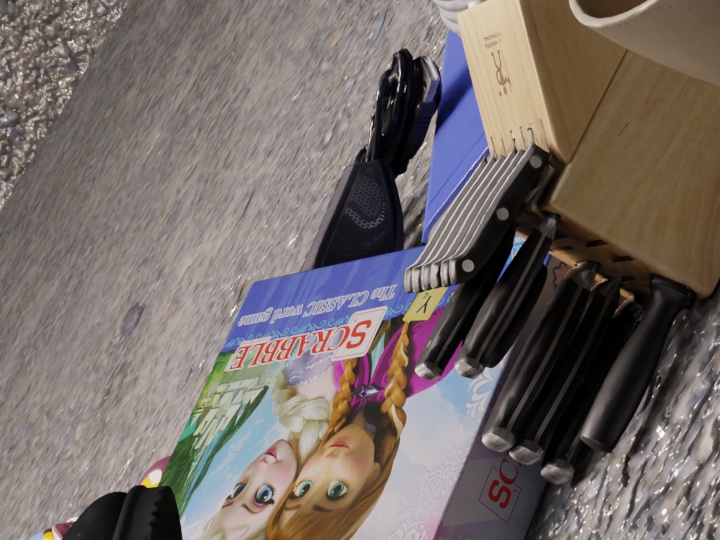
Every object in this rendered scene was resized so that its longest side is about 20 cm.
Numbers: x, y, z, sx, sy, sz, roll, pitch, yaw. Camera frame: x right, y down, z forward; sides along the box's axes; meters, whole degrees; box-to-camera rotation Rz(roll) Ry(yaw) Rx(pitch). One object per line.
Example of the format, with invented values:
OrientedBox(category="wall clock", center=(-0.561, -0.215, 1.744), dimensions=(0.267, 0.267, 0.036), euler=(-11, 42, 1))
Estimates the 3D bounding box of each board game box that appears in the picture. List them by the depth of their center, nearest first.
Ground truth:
OrientedBox(category="board game box", center=(-0.007, 0.082, 1.044), dimensions=(0.200, 0.041, 0.200), euler=(-13, 46, 49))

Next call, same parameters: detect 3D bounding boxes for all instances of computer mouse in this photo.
OrientedBox(category="computer mouse", center=(0.000, 0.000, 1.282), dimensions=(0.139, 0.053, 0.200), euler=(113, 179, -45))

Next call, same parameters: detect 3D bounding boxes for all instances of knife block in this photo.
OrientedBox(category="knife block", center=(0.108, -0.025, 0.960), dimensions=(0.200, 0.176, 0.064), euler=(-16, 2, -18))

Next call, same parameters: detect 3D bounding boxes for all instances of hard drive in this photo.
OrientedBox(category="hard drive", center=(0.079, -0.107, 1.292), dimensions=(0.132, 0.025, 0.200), euler=(-52, 15, 29))

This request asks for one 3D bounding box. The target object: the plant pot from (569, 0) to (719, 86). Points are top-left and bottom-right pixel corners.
OrientedBox(category="plant pot", center=(0.168, -0.119, 0.743), dimensions=(0.200, 0.134, 0.200), euler=(-54, 15, 21))

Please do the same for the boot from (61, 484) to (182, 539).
OrientedBox(category="boot", center=(-0.152, 0.156, 0.962), dimensions=(0.198, 0.162, 0.073), euler=(-81, -14, -47))

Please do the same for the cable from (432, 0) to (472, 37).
OrientedBox(category="cable", center=(0.102, -0.188, 1.216), dimensions=(0.200, 0.069, 0.200), euler=(-32, 25, 39))

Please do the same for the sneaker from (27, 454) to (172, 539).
OrientedBox(category="sneaker", center=(-0.126, 0.144, 1.358), dimensions=(0.075, 0.090, 0.200), euler=(-53, 14, 26))
